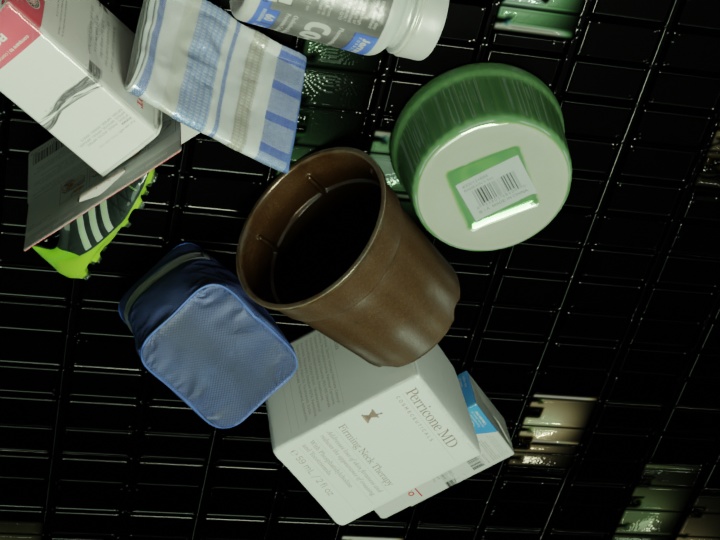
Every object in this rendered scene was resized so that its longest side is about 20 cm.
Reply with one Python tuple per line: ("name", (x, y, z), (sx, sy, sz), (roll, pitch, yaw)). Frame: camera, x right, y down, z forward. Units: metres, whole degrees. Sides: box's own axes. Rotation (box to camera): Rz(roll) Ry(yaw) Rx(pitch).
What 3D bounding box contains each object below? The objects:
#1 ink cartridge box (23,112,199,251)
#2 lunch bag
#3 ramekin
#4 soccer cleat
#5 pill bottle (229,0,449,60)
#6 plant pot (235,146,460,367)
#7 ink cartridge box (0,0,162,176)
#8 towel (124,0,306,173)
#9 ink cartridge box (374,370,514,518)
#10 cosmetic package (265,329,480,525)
("ink cartridge box", (-0.253, -0.109, 1.523), (0.199, 0.177, 0.045), (-30, 128, 15))
("lunch bag", (-0.173, 0.074, 1.718), (0.136, 0.132, 0.200), (-40, 125, 2))
("ramekin", (0.137, -0.118, 1.637), (0.199, 0.098, 0.201), (-5, 129, -6))
("soccer cleat", (-0.288, -0.073, 1.623), (0.081, 0.068, 0.200), (33, 118, -16))
("pill bottle", (-0.020, -0.278, 1.470), (0.199, 0.114, 0.114), (13, 125, -19))
("plant pot", (0.000, 0.000, 1.657), (0.200, 0.201, 0.198), (-34, 133, 17))
("ink cartridge box", (-0.290, -0.211, 1.454), (0.085, 0.146, 0.200), (-35, 125, 21))
("towel", (-0.141, -0.199, 1.498), (0.199, 0.148, 0.024), (27, 146, -30))
("ink cartridge box", (0.083, 0.227, 1.924), (0.199, 0.068, 0.116), (-29, 128, 13))
("cosmetic package", (0.008, 0.163, 1.797), (0.199, 0.167, 0.168), (-29, 128, 12))
